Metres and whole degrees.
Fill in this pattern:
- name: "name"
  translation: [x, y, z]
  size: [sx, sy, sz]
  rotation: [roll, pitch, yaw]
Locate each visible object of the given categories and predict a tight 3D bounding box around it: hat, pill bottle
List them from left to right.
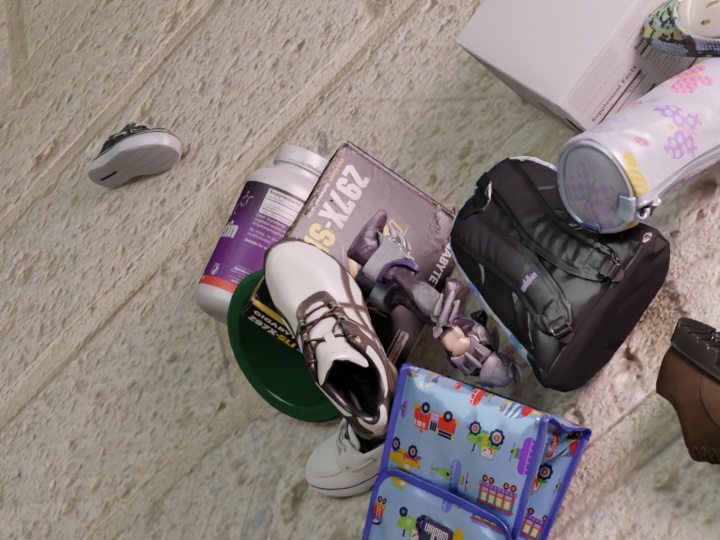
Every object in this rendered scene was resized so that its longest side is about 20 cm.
- name: "pill bottle"
  translation: [-0.095, -0.031, 1.647]
  size: [0.112, 0.112, 0.202]
  rotation: [8, 70, 52]
- name: "hat"
  translation: [-0.011, 0.045, 1.552]
  size: [0.198, 0.168, 0.175]
  rotation: [1, 23, 41]

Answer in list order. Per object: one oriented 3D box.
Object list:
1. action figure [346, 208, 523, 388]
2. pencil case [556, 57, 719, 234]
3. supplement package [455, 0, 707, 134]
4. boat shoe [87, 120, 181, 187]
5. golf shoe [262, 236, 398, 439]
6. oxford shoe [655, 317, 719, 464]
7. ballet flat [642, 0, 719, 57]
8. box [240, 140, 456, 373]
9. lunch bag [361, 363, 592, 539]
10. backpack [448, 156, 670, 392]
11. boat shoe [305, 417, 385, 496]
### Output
- name: "action figure"
  translation: [0.071, 0.037, 1.328]
  size: [0.069, 0.130, 0.200]
  rotation: [-45, 62, -8]
- name: "pencil case"
  translation: [0.250, -0.105, 1.236]
  size: [0.090, 0.084, 0.199]
  rotation: [19, 39, 42]
- name: "supplement package"
  translation: [0.213, -0.222, 1.426]
  size: [0.156, 0.110, 0.200]
  rotation: [-53, 35, 5]
- name: "boat shoe"
  translation: [-0.308, -0.170, 2.040]
  size: [0.199, 0.072, 0.072]
  rotation: [-12, 59, 47]
- name: "golf shoe"
  translation: [-0.022, 0.054, 1.320]
  size: [0.077, 0.094, 0.201]
  rotation: [-35, 83, 3]
- name: "oxford shoe"
  translation: [0.290, 0.120, 1.124]
  size: [0.085, 0.072, 0.200]
  rotation: [-65, 31, 17]
- name: "ballet flat"
  translation: [0.330, -0.218, 1.260]
  size: [0.197, 0.074, 0.075]
  rotation: [3, 63, 24]
- name: "box"
  translation: [0.000, 0.000, 1.436]
  size: [0.201, 0.159, 0.049]
  rotation: [-60, 6, -27]
- name: "lunch bag"
  translation: [0.085, 0.201, 1.270]
  size: [0.149, 0.094, 0.203]
  rotation: [17, 88, 34]
- name: "backpack"
  translation: [0.164, -0.010, 1.315]
  size: [0.200, 0.153, 0.164]
  rotation: [40, 101, 33]
- name: "boat shoe"
  translation: [0.010, 0.155, 1.418]
  size: [0.199, 0.066, 0.074]
  rotation: [-28, 44, 35]
